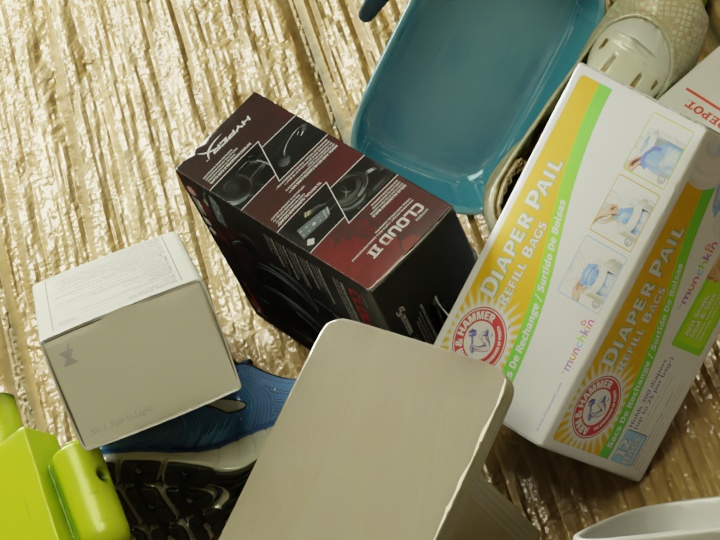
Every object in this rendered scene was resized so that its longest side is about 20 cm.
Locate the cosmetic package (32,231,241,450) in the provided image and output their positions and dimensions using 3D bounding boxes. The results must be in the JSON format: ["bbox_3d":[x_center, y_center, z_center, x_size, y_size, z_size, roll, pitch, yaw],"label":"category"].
[{"bbox_3d":[-0.137,0.038,1.687,0.103,0.074,0.200,-21,12,-3],"label":"cosmetic package"}]

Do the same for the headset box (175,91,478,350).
[{"bbox_3d":[0.000,0.000,1.682,0.077,0.149,0.200,-44,50,-15],"label":"headset box"}]

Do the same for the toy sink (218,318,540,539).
[{"bbox_3d":[0.012,0.149,1.559,0.130,0.112,0.201,16,73,33],"label":"toy sink"}]

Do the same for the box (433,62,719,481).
[{"bbox_3d":[0.141,0.003,1.593,0.101,0.112,0.201,32,97,40],"label":"box"}]

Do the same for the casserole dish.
[{"bbox_3d":[0.070,-0.128,1.752,0.201,0.120,0.039,-62,19,19],"label":"casserole dish"}]

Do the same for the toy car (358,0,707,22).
[{"bbox_3d":[0.096,-0.200,1.810,0.200,0.164,0.158,-38,47,3],"label":"toy car"}]

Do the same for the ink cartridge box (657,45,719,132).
[{"bbox_3d":[0.261,-0.090,1.700,0.200,0.068,0.115,-40,48,-12],"label":"ink cartridge box"}]

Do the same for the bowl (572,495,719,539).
[{"bbox_3d":[0.219,0.154,1.456,0.198,0.200,0.075,-8,90,17],"label":"bowl"}]

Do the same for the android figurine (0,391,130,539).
[{"bbox_3d":[-0.211,0.178,1.653,0.182,0.041,0.201,-38,59,23],"label":"android figurine"}]

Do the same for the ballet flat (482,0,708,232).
[{"bbox_3d":[0.146,-0.096,1.715,0.067,0.062,0.201,35,101,3],"label":"ballet flat"}]

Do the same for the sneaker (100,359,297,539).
[{"bbox_3d":[-0.084,0.107,1.690,0.198,0.079,0.089,-10,38,7],"label":"sneaker"}]
